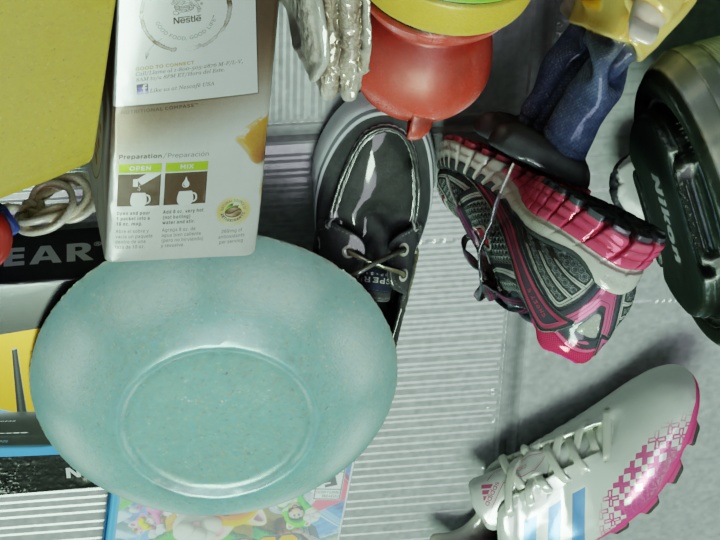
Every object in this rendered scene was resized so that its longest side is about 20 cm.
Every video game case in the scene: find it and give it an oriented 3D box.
[{"bbox_3d":[-0.087,0.183,1.431,0.142,0.018,0.201,2,127,-12],"label":"video game case"}]

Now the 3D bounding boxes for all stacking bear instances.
[{"bbox_3d":[0.039,-0.158,1.145,0.113,0.122,0.201,5,135,-8],"label":"stacking bear"}]

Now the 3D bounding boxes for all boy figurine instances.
[{"bbox_3d":[0.130,-0.141,1.165,0.064,0.124,0.201,22,102,-14],"label":"boy figurine"}]

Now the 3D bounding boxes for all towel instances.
[{"bbox_3d":[-0.023,-0.190,1.084,0.034,0.133,0.201,-7,125,-11],"label":"towel"}]

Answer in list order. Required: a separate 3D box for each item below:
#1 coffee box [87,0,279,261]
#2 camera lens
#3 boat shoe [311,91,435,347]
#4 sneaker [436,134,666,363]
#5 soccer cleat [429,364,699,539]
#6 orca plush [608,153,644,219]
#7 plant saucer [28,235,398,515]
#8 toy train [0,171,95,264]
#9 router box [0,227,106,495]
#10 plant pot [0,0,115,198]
[{"bbox_3d":[-0.089,-0.119,1.140,0.079,0.115,0.201,-3,128,-13],"label":"coffee box"},{"bbox_3d":[0.246,-0.054,1.188,0.198,0.160,0.161,-16,128,-6],"label":"camera lens"},{"bbox_3d":[0.000,0.000,1.278,0.069,0.066,0.201,6,126,-15],"label":"boat shoe"},{"bbox_3d":[0.080,-0.016,1.202,0.080,0.200,0.075,21,98,-20],"label":"sneaker"},{"bbox_3d":[0.118,0.126,1.392,0.086,0.070,0.200,24,119,-26],"label":"soccer cleat"},{"bbox_3d":[0.232,-0.047,1.304,0.198,0.071,0.106,-17,84,-6],"label":"orca plush"},{"bbox_3d":[-0.077,0.070,1.258,0.199,0.039,0.202,-3,129,-3],"label":"plant saucer"},{"bbox_3d":[-0.214,-0.061,1.199,0.199,0.085,0.117,-25,113,-23],"label":"toy train"},{"bbox_3d":[-0.197,0.053,1.291,0.198,0.051,0.150,-5,127,-4],"label":"router box"},{"bbox_3d":[-0.209,-0.137,1.065,0.175,0.201,0.201,-1,128,-19],"label":"plant pot"}]
